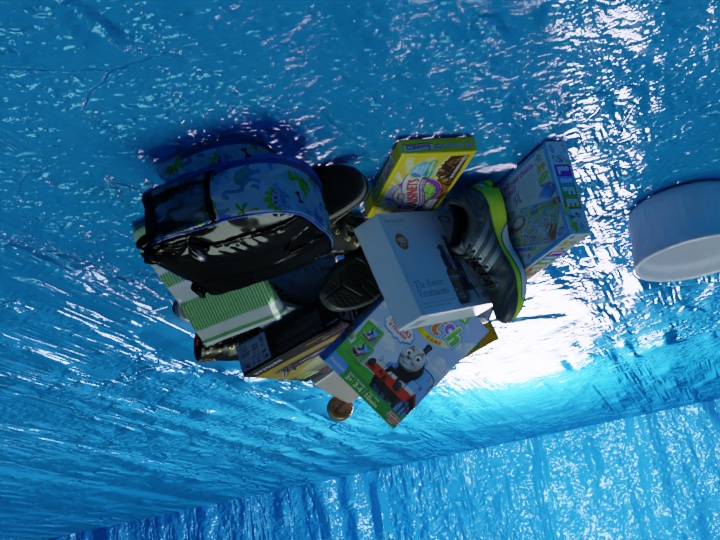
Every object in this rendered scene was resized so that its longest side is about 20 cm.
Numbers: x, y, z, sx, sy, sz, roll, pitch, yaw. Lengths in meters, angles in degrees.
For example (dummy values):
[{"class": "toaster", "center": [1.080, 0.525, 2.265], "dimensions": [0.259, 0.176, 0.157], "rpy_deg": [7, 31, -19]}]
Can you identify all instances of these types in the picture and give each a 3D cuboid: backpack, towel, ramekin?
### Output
[{"class": "backpack", "center": [-0.143, -0.072, 1.328], "dimensions": [0.200, 0.147, 0.183], "rpy_deg": [-14, 158, 15]}, {"class": "towel", "center": [-0.205, 0.002, 1.503], "dimensions": [0.152, 0.200, 0.023], "rpy_deg": [-20, -158, 28]}, {"class": "ramekin", "center": [0.515, -0.061, 1.719], "dimensions": [0.200, 0.098, 0.201], "rpy_deg": [-7, 160, -3]}]

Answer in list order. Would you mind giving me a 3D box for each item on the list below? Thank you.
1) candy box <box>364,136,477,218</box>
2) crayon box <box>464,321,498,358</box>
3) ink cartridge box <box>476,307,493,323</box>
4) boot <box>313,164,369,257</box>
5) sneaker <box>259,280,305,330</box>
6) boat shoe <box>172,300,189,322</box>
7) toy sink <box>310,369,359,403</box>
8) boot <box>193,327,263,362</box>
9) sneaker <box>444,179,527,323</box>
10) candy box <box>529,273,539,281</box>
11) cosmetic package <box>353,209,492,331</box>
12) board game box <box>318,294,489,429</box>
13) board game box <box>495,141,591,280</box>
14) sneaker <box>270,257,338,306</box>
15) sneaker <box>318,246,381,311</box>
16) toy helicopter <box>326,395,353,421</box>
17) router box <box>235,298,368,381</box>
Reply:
[{"class": "candy box", "center": [0.076, -0.121, 1.468], "dimensions": [0.102, 0.026, 0.200], "rpy_deg": [-2, 160, -14]}, {"class": "crayon box", "center": [0.136, 0.104, 1.881], "dimensions": [0.200, 0.119, 0.058], "rpy_deg": [-24, 176, -44]}, {"class": "ink cartridge box", "center": [0.110, 0.033, 1.714], "dimensions": [0.147, 0.086, 0.200], "rpy_deg": [26, 159, -13]}, {"class": "boot", "center": [-0.042, -0.073, 1.484], "dimensions": [0.200, 0.073, 0.151], "rpy_deg": [-28, 157, 29]}, {"class": "sneaker", "center": [-0.144, 0.019, 1.634], "dimensions": [0.078, 0.112, 0.200], "rpy_deg": [-25, 153, 17]}, {"class": "boat shoe", "center": [-0.208, 0.056, 1.795], "dimensions": [0.200, 0.069, 0.057], "rpy_deg": [2, 177, -25]}, {"class": "toy sink", "center": [-0.023, 0.131, 1.876], "dimensions": [0.130, 0.112, 0.200], "rpy_deg": [-35, 158, 6]}, {"class": "boot", "center": [-0.203, 0.113, 1.915], "dimensions": [0.150, 0.073, 0.200], "rpy_deg": [-1, 162, -18]}, {"class": "sneaker", "center": [0.166, -0.021, 1.514], "dimensions": [0.081, 0.200, 0.074], "rpy_deg": [-13, 173, -25]}, {"class": "candy box", "center": [0.219, -0.035, 1.717], "dimensions": [0.136, 0.061, 0.200], "rpy_deg": [-7, 160, -4]}, {"class": "cosmetic package", "center": [0.094, -0.005, 1.509], "dimensions": [0.052, 0.151, 0.200], "rpy_deg": [-35, 164, 34]}, {"class": "board game box", "center": [0.064, 0.104, 1.581], "dimensions": [0.200, 0.151, 0.037], "rpy_deg": [-46, -163, -5]}, {"class": "board game box", "center": [0.232, -0.071, 1.511], "dimensions": [0.034, 0.135, 0.200], "rpy_deg": [-4, 161, -24]}, {"class": "sneaker", "center": [-0.076, 0.009, 1.719], "dimensions": [0.200, 0.078, 0.099], "rpy_deg": [11, 121, -15]}, {"class": "sneaker", "center": [0.000, 0.000, 1.599], "dimensions": [0.199, 0.076, 0.114], "rpy_deg": [-46, -170, -33]}, {"class": "toy helicopter", "center": [-0.016, 0.177, 1.998], "dimensions": [0.132, 0.200, 0.079], "rpy_deg": [13, 156, -9]}, {"class": "router box", "center": [-0.063, 0.104, 1.673], "dimensions": [0.200, 0.052, 0.157], "rpy_deg": [-30, 156, 29]}]
